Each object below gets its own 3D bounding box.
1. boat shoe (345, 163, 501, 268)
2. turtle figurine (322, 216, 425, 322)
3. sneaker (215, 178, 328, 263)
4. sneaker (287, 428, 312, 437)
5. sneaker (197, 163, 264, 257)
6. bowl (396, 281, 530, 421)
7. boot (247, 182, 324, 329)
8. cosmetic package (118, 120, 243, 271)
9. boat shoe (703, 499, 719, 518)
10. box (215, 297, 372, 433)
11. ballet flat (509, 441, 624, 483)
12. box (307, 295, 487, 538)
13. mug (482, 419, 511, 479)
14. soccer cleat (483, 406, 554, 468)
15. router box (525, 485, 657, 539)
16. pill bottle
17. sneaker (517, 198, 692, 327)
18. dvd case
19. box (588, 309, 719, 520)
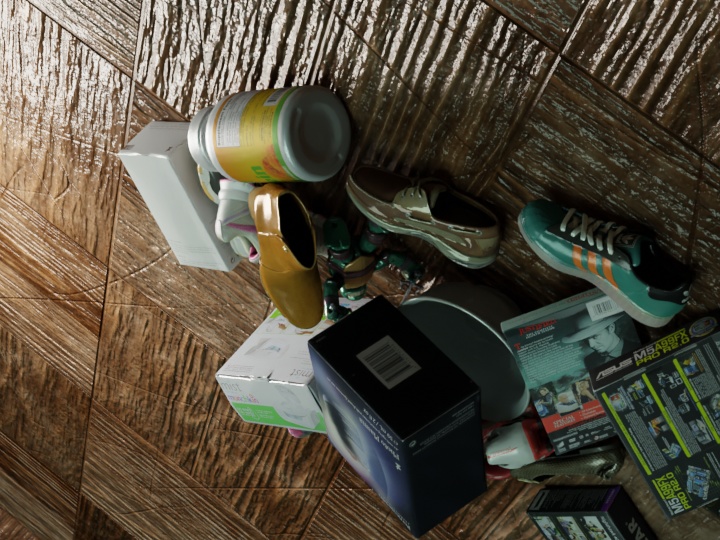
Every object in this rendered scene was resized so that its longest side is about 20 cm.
[{"bbox_3d":[0.077,-0.079,1.587,0.199,0.076,0.072,25,142,9],"label":"boat shoe"},{"bbox_3d":[0.000,0.000,1.693,0.101,0.149,0.201,41,155,25],"label":"turtle figurine"},{"bbox_3d":[-0.103,-0.043,1.753,0.199,0.089,0.081,24,175,-17],"label":"sneaker"},{"bbox_3d":[-0.113,0.169,2.094,0.095,0.079,0.201,40,155,48],"label":"sneaker"},{"bbox_3d":[-0.146,-0.103,1.806,0.087,0.076,0.201,1,136,28],"label":"sneaker"},{"bbox_3d":[0.143,0.082,1.683,0.200,0.090,0.202,27,145,21],"label":"bowl"},{"bbox_3d":[-0.079,-0.008,1.646,0.203,0.070,0.144,70,166,-16],"label":"boot"},{"bbox_3d":[-0.233,-0.102,1.877,0.112,0.081,0.201,9,134,40],"label":"cosmetic package"},{"bbox_3d":[0.396,0.220,1.601,0.199,0.076,0.074,37,-169,-17],"label":"boat shoe"},{"bbox_3d":[-0.069,0.124,1.878,0.199,0.177,0.097,1,130,45],"label":"box"},{"bbox_3d":[0.268,0.258,1.779,0.199,0.067,0.047,-22,81,50],"label":"ballet flat"},{"bbox_3d":[0.046,0.178,1.655,0.200,0.123,0.199,43,155,39],"label":"box"},{"bbox_3d":[0.132,0.211,1.851,0.201,0.176,0.134,113,143,-52],"label":"mug"},{"bbox_3d":[0.199,0.214,1.718,0.200,0.084,0.069,11,-120,-80],"label":"soccer cleat"},{"bbox_3d":[0.338,0.383,1.866,0.149,0.051,0.201,-12,120,50],"label":"router box"},{"bbox_3d":[-0.116,-0.162,1.649,0.199,0.111,0.112,3,131,45],"label":"pill bottle"},{"bbox_3d":[0.264,-0.024,1.453,0.199,0.072,0.080,33,143,5],"label":"sneaker"},{"bbox_3d":[0.262,0.116,1.582,0.145,0.022,0.201,-21,122,10],"label":"dvd case"},{"bbox_3d":[0.364,0.161,1.499,0.159,0.044,0.201,-27,113,15],"label":"box"}]
